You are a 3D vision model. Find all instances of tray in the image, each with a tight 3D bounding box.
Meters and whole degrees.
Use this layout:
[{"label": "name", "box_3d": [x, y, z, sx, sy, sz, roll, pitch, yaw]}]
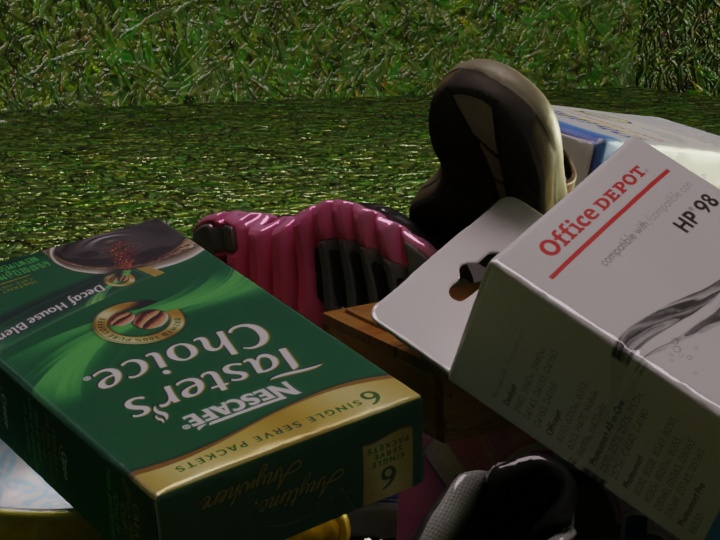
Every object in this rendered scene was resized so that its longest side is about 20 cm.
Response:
[{"label": "tray", "box_3d": [0.094, 0.026, 0.927, 0.199, 0.037, 0.099, -10, 17, -29]}]

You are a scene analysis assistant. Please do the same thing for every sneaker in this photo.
[{"label": "sneaker", "box_3d": [0.065, 0.105, 0.806, 0.075, 0.116, 0.200, 33, 35, 13]}, {"label": "sneaker", "box_3d": [0.000, 0.000, 1.080, 0.095, 0.079, 0.200, -3, 8, -38]}]

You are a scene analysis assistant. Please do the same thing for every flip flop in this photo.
[{"label": "flip flop", "box_3d": [0.067, -0.048, 0.978, 0.081, 0.058, 0.200, 29, -20, 14]}]

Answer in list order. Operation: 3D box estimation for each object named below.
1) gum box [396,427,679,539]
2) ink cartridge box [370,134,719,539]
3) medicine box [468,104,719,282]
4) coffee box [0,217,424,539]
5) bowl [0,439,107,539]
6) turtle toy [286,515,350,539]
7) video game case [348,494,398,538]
[{"label": "gum box", "box_3d": [0.112, 0.102, 0.942, 0.200, 0.114, 0.066, 10, 13, 40]}, {"label": "ink cartridge box", "box_3d": [0.117, 0.024, 0.829, 0.200, 0.067, 0.116, 34, 45, 17]}, {"label": "medicine box", "box_3d": [0.127, 0.009, 1.159, 0.103, 0.183, 0.200, 21, 13, 39]}, {"label": "coffee box", "box_3d": [-0.079, 0.044, 0.844, 0.123, 0.044, 0.200, -17, 32, -30]}, {"label": "bowl", "box_3d": [-0.119, 0.094, 0.914, 0.199, 0.108, 0.200, -1, 27, 0]}, {"label": "turtle toy", "box_3d": [-0.095, 0.084, 1.044, 0.199, 0.101, 0.146, -1, 10, -17]}, {"label": "video game case", "box_3d": [0.057, 0.110, 1.163, 0.143, 0.018, 0.200, 2, 10, -1]}]
